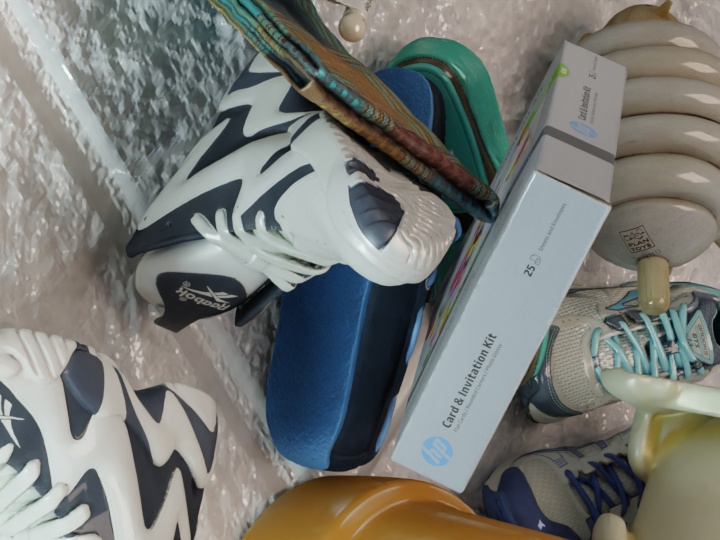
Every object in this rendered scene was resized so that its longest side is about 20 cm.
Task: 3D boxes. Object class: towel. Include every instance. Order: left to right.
[{"bbox_3d":[-0.027,-0.105,1.015,0.022,0.200,0.146,-50,137,8],"label":"towel"}]

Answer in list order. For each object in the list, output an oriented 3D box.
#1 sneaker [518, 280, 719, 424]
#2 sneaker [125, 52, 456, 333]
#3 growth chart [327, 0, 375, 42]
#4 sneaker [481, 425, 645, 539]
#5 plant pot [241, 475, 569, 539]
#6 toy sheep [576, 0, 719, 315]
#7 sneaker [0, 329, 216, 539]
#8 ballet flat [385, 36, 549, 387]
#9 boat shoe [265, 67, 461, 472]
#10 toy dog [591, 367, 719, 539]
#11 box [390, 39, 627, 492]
[{"bbox_3d":[0.161,0.037,1.305,0.199,0.086,0.078,-17,99,-51],"label":"sneaker"},{"bbox_3d":[-0.039,-0.011,0.988,0.079,0.199,0.130,32,101,-34],"label":"sneaker"},{"bbox_3d":[-0.054,-0.192,1.048,0.200,0.018,0.145,44,30,-23],"label":"growth chart"},{"bbox_3d":[0.144,0.114,1.262,0.199,0.088,0.076,-11,66,-56],"label":"sneaker"},{"bbox_3d":[0.055,0.200,1.080,0.199,0.182,0.202,6,83,-51],"label":"plant pot"},{"bbox_3d":[0.167,-0.066,1.289,0.138,0.137,0.201,32,45,-46],"label":"toy sheep"},{"bbox_3d":[-0.133,0.102,0.921,0.199,0.079,0.131,27,57,-58],"label":"sneaker"},{"bbox_3d":[0.065,-0.034,1.211,0.070,0.067,0.201,-51,129,-58],"label":"ballet flat"},{"bbox_3d":[0.000,0.000,1.128,0.069,0.084,0.201,23,86,-56],"label":"boat shoe"},{"bbox_3d":[0.184,0.163,1.186,0.194,0.138,0.202,23,79,-72],"label":"toy dog"},{"bbox_3d":[0.074,-0.008,1.070,0.200,0.041,0.157,-66,-178,-66],"label":"box"}]
